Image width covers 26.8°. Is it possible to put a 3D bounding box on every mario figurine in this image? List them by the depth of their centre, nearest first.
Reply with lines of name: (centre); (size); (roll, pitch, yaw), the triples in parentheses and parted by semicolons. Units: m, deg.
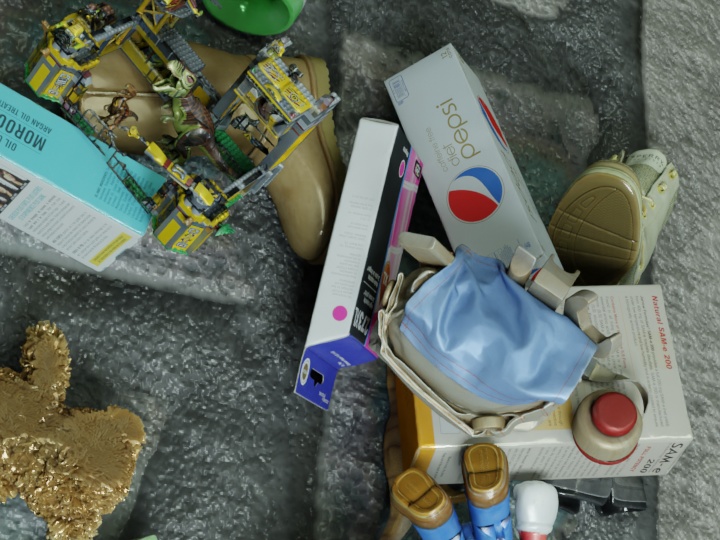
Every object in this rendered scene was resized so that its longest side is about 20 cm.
mario figurine: (0.075, 0.206, 1.070); (0.106, 0.122, 0.201); (-60, 145, -45)

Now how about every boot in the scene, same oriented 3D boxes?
boot: (-0.114, -0.089, 1.096); (0.198, 0.066, 0.177); (2, 65, -30)
boot: (0.155, 0.116, 1.189); (0.199, 0.070, 0.133); (18, 71, -20)
boot: (0.209, -0.050, 1.214); (0.072, 0.201, 0.155); (20, 55, 18)

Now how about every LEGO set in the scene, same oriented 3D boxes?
LEGO set: (-0.110, -0.124, 0.988); (0.153, 0.116, 0.201); (-26, 77, -49)

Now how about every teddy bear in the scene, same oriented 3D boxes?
teddy bear: (-0.239, 0.096, 0.961); (0.198, 0.067, 0.146); (13, 58, -21)

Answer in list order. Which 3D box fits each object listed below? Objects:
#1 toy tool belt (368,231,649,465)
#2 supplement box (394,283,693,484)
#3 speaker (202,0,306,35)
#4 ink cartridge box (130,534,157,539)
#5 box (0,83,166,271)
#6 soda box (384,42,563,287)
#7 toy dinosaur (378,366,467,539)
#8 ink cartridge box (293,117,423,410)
toy tool belt: (0.105, 0.050, 0.996); (0.199, 0.123, 0.125); (28, 61, 9)
supplement box: (0.127, 0.082, 1.095); (0.198, 0.074, 0.127); (-1, 60, -8)
speaker: (-0.064, -0.286, 1.176); (0.088, 0.088, 0.202); (24, 63, -23)
ink cartridge box: (-0.168, 0.283, 0.943); (0.145, 0.048, 0.202); (-13, 83, -34)
box: (-0.236, -0.076, 1.002); (0.199, 0.082, 0.049); (30, 59, -20)
soda box: (0.087, -0.071, 1.162); (0.068, 0.063, 0.201); (37, 29, -59)
toy dinosaur: (0.041, 0.147, 1.122); (0.105, 0.061, 0.202); (10, 59, -6)
ink cartridge box: (0.000, 0.000, 1.089); (0.037, 0.095, 0.202); (13, 80, 16)
